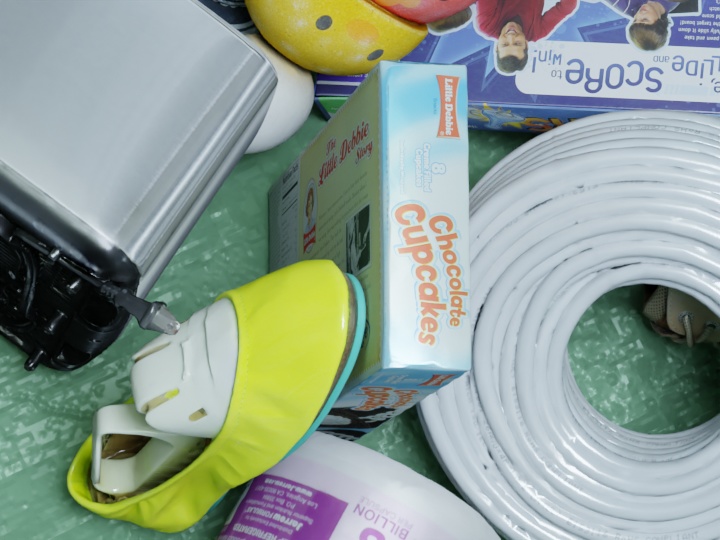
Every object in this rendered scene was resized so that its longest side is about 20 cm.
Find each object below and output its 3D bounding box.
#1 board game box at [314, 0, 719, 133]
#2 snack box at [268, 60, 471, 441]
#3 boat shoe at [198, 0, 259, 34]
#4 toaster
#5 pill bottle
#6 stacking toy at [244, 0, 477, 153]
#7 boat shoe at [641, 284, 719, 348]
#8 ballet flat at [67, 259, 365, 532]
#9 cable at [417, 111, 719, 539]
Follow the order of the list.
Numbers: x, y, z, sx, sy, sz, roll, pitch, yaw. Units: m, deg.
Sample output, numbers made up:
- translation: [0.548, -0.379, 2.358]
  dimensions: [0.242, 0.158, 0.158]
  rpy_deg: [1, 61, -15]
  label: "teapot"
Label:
- translation: [0.086, -0.128, 1.073]
  dimensions: [0.200, 0.034, 0.136]
  rpy_deg: [5, 76, 15]
  label: "board game box"
- translation: [0.000, 0.000, 0.983]
  dimensions: [0.037, 0.200, 0.116]
  rpy_deg: [2, 78, -14]
  label: "snack box"
- translation: [-0.046, -0.202, 1.066]
  dimensions: [0.071, 0.091, 0.201]
  rpy_deg: [10, 75, -25]
  label: "boat shoe"
- translation: [-0.137, -0.055, 0.974]
  dimensions: [0.200, 0.181, 0.119]
  rpy_deg: [36, 71, -2]
  label: "toaster"
- translation: [-0.031, 0.174, 0.985]
  dimensions: [0.112, 0.112, 0.200]
  rpy_deg: [30, 74, -5]
  label: "pill bottle"
- translation: [0.001, -0.130, 1.029]
  dimensions: [0.146, 0.146, 0.200]
  rpy_deg: [34, 105, -4]
  label: "stacking toy"
- translation: [0.155, 0.003, 1.089]
  dimensions: [0.200, 0.076, 0.072]
  rpy_deg: [42, 76, 8]
  label: "boat shoe"
- translation: [-0.065, 0.054, 0.958]
  dimensions: [0.067, 0.200, 0.067]
  rpy_deg: [6, 63, -23]
  label: "ballet flat"
- translation: [0.121, 0.033, 1.020]
  dimensions: [0.200, 0.069, 0.200]
  rpy_deg: [-34, 96, 19]
  label: "cable"
